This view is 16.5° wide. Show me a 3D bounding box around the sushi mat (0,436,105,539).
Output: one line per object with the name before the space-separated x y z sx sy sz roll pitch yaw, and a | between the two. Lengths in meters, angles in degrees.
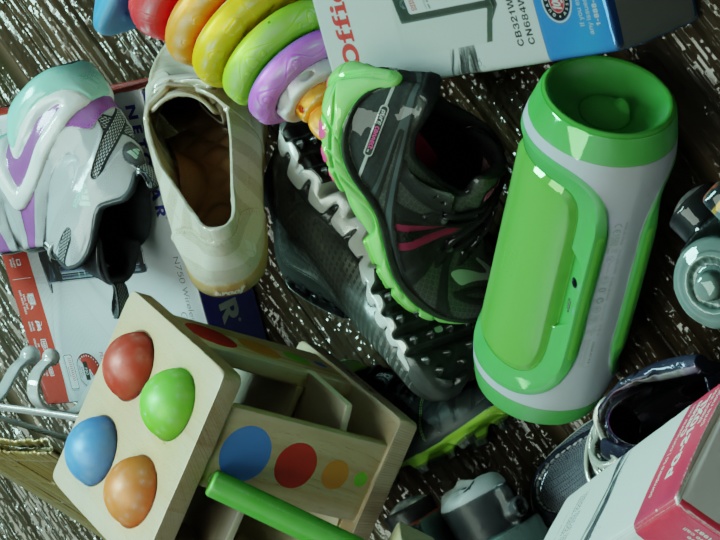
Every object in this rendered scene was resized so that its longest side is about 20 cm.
sushi mat | -0.178 0.151 1.626 0.095 0.200 0.012 2 65 34

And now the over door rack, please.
over door rack | -0.152 0.096 1.577 0.147 0.067 0.200 7 157 31

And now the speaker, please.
speaker | 0.114 -0.014 1.331 0.088 0.088 0.201 34 135 26

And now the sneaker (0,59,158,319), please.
sneaker | -0.191 -0.020 1.546 0.140 0.078 0.200 53 134 12

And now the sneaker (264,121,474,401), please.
sneaker | 0.000 0.000 1.463 0.201 0.066 0.091 59 141 18

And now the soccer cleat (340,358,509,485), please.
soccer cleat | 0.013 0.088 1.492 0.199 0.067 0.082 -25 86 46

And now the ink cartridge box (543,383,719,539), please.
ink cartridge box | 0.185 0.153 1.245 0.144 0.085 0.200 34 150 -5

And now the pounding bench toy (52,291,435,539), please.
pounding bench toy | -0.063 0.116 1.394 0.200 0.155 0.125 36 105 53

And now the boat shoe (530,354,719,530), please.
boat shoe | 0.145 0.093 1.343 0.200 0.092 0.075 -30 57 40

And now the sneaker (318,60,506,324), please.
sneaker | 0.045 -0.036 1.354 0.083 0.077 0.200 -3 144 26

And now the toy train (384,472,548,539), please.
toy train | 0.088 0.211 1.407 0.114 0.085 0.201 -31 84 42

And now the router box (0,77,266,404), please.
router box | -0.159 -0.019 1.607 0.179 0.049 0.201 -7 103 43

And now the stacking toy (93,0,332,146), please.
stacking toy | -0.049 -0.127 1.417 0.200 0.109 0.116 49 135 18

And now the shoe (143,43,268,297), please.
shoe | -0.090 -0.076 1.456 0.054 0.069 0.201 68 -173 -50

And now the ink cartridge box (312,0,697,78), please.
ink cartridge box | 0.064 -0.181 1.317 0.199 0.084 0.147 -6 104 42

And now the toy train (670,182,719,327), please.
toy train | 0.246 0.016 1.238 0.200 0.085 0.114 48 121 17
